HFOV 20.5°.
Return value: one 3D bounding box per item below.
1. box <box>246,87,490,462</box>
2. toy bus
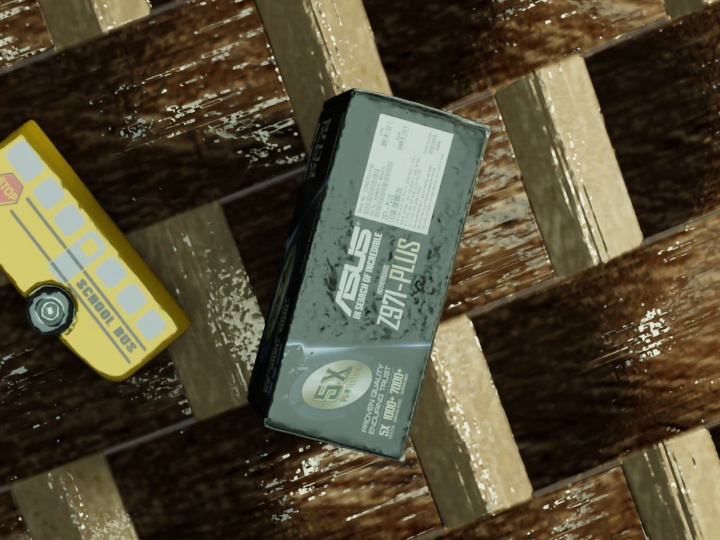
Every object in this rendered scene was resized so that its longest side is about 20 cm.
[{"bbox_3d":[0.000,0.000,1.198,0.085,0.164,0.202,15,91,-7],"label":"box"},{"bbox_3d":[-0.195,-0.022,1.222,0.078,0.065,0.200,-38,96,-5],"label":"toy bus"}]
